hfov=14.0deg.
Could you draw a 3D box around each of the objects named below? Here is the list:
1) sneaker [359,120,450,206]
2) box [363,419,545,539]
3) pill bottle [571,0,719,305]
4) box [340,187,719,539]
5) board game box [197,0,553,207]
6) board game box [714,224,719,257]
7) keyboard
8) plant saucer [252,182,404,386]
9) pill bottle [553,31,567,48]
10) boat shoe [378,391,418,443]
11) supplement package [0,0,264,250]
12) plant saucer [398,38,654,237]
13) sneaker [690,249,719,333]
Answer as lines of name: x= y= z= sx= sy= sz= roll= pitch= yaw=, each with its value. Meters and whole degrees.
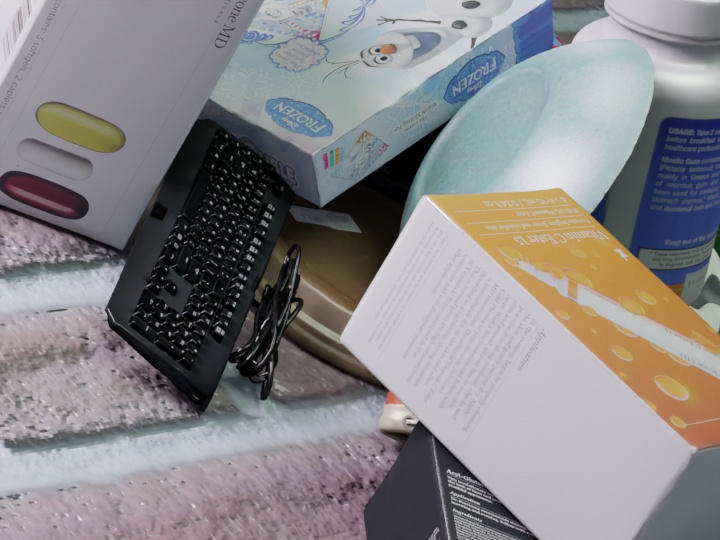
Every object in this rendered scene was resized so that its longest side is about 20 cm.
sneaker: x=0.101 y=-0.076 z=1.814 sx=0.199 sy=0.076 sz=0.088 roll=-12 pitch=-5 yaw=-10
box: x=0.108 y=0.168 z=1.475 sx=0.199 sy=0.079 sz=0.141 roll=24 pitch=28 yaw=-16
pill bottle: x=0.171 y=-0.084 z=1.748 sx=0.111 sy=0.201 sz=0.112 roll=9 pitch=25 yaw=-4
box: x=0.109 y=0.057 z=1.478 sx=0.200 sy=0.098 sz=0.124 roll=44 pitch=28 yaw=27
board game box: x=-0.023 y=-0.137 z=1.752 sx=0.199 sy=0.044 sz=0.200 roll=-34 pitch=46 yaw=-30
board game box: x=0.258 y=-0.014 z=1.988 sx=0.200 sy=0.029 sz=0.134 roll=47 pitch=10 yaw=30
keyboard: x=-0.067 y=-0.007 z=1.584 sx=0.104 sy=0.040 sz=0.200 roll=42 pitch=35 yaw=-17
plant saucer: x=0.000 y=0.000 z=1.720 sx=0.199 sy=0.030 sz=0.200 roll=25 pitch=26 yaw=-13
pill bottle: x=0.086 y=-0.125 z=1.949 sx=0.108 sy=0.109 sz=0.200 roll=0 pitch=40 yaw=-49
boat shoe: x=0.103 y=0.102 z=1.614 sx=0.199 sy=0.071 sz=0.063 roll=28 pitch=67 yaw=-14
supplement package: x=-0.141 y=-0.145 z=1.618 sx=0.110 sy=0.200 sz=0.156 roll=20 pitch=28 yaw=-22
plant saucer: x=0.080 y=-0.062 z=1.648 sx=0.039 sy=0.201 sz=0.201 roll=39 pitch=21 yaw=-23
sneaker: x=0.237 y=0.035 z=1.862 sx=0.198 sy=0.080 sz=0.130 roll=11 pitch=39 yaw=-19
